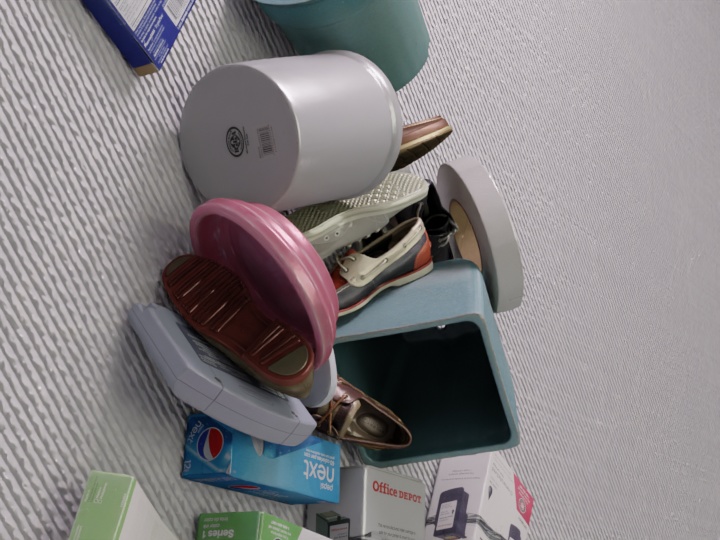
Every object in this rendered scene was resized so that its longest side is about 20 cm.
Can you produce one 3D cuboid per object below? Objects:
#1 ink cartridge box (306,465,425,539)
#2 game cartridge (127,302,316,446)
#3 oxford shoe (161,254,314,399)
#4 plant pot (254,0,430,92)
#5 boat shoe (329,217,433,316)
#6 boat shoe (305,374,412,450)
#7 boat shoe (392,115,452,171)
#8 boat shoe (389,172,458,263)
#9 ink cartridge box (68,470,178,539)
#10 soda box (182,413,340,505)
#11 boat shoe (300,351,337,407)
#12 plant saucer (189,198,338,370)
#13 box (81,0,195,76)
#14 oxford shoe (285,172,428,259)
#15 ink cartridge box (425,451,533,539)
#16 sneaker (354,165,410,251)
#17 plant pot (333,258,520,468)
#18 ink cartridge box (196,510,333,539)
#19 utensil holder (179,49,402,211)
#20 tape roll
[{"bbox_3d":[0.007,0.335,1.471,0.146,0.084,0.201,28,59,-53],"label":"ink cartridge box"},{"bbox_3d":[-0.133,0.108,1.262,0.200,0.042,0.133,32,16,-47],"label":"game cartridge"},{"bbox_3d":[-0.125,0.061,1.271,0.070,0.200,0.075,-39,152,-19],"label":"oxford shoe"},{"bbox_3d":[-0.015,-0.317,1.513,0.196,0.199,0.201,57,38,-47],"label":"plant pot"},{"bbox_3d":[0.000,0.000,1.503,0.199,0.071,0.063,-25,117,-26],"label":"boat shoe"},{"bbox_3d":[-0.026,0.153,1.420,0.200,0.072,0.072,32,81,-27],"label":"boat shoe"},{"bbox_3d":[0.020,-0.155,1.558,0.199,0.072,0.068,-22,79,-19],"label":"boat shoe"},{"bbox_3d":[0.089,-0.048,1.607,0.200,0.062,0.073,58,41,-46],"label":"boat shoe"},{"bbox_3d":[-0.215,0.289,1.157,0.200,0.048,0.146,77,22,-57],"label":"ink cartridge box"},{"bbox_3d":[-0.100,0.201,1.349,0.200,0.064,0.068,29,58,-54],"label":"soda box"},{"bbox_3d":[-0.066,0.059,1.395,0.068,0.074,0.200,15,40,-55],"label":"boat shoe"},{"bbox_3d":[-0.090,0.008,1.282,0.051,0.200,0.201,-37,117,-27],"label":"plant saucer"},{"bbox_3d":[-0.244,-0.308,1.267,0.200,0.032,0.122,56,39,-38],"label":"box"},{"bbox_3d":[-0.010,-0.060,1.496,0.199,0.075,0.058,-26,126,-19],"label":"oxford shoe"},{"bbox_3d":[0.155,0.359,1.711,0.145,0.084,0.201,53,41,-38],"label":"ink cartridge box"},{"bbox_3d":[0.019,-0.095,1.609,0.100,0.075,0.201,-18,98,-60],"label":"sneaker"},{"bbox_3d":[0.081,0.092,1.556,0.200,0.195,0.197,-77,152,-57],"label":"plant pot"},{"bbox_3d":[-0.103,0.357,1.283,0.145,0.084,0.201,37,52,-52],"label":"ink cartridge box"},{"bbox_3d":[-0.075,-0.150,1.384,0.200,0.169,0.171,-18,98,-56],"label":"utensil holder"},{"bbox_3d":[0.149,-0.044,1.605,0.203,0.037,0.204,162,-90,-80],"label":"tape roll"}]
